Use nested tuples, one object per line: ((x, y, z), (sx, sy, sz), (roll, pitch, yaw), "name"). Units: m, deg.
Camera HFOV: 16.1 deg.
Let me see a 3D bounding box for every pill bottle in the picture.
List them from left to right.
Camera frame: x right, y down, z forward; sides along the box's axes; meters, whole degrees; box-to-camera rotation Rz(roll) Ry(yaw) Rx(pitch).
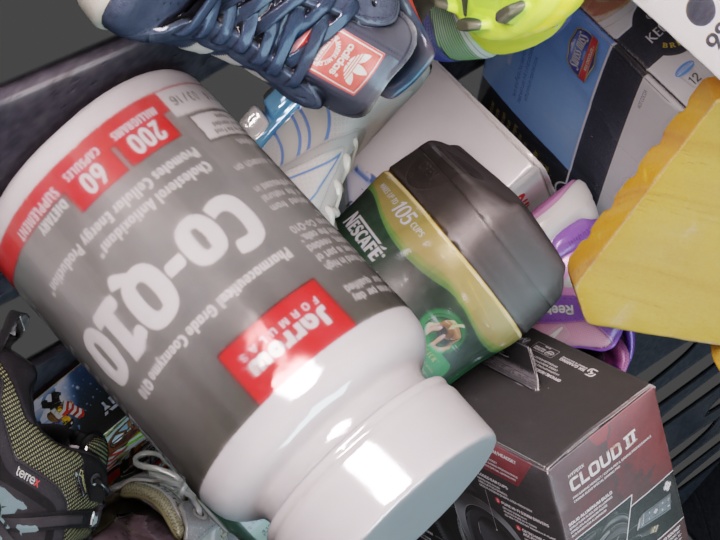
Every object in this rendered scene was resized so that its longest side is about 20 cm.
((-0.046, 0.026, 1.018), (0.114, 0.200, 0.114), (-40, 166, -13), "pill bottle")

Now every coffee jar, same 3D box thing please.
((-0.004, 0.030, 1.173), (0.200, 0.085, 0.104), (-39, -151, -1), "coffee jar")

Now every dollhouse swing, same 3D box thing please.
((0.200, -0.067, 1.227), (0.200, 0.175, 0.182), (-56, -157, 38), "dollhouse swing")

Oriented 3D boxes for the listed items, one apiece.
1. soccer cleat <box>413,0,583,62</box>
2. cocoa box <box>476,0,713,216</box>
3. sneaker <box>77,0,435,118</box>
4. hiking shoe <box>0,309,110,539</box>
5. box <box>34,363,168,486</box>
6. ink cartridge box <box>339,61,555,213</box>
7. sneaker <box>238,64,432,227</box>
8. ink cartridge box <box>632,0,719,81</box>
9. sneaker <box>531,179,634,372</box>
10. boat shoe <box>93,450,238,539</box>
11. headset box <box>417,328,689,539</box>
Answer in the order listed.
((0.063, -0.121, 1.033), (0.083, 0.065, 0.200), (-2, 180, -15), "soccer cleat")
((0.153, -0.113, 1.302), (0.133, 0.131, 0.200), (-39, 165, -17), "cocoa box")
((-0.028, -0.097, 0.948), (0.075, 0.085, 0.200), (-49, 165, 21), "sneaker")
((-0.140, 0.119, 1.131), (0.101, 0.076, 0.201), (-40, 129, -30), "hiking shoe")
((-0.178, 0.123, 1.271), (0.200, 0.038, 0.137), (-39, 165, -17), "box")
((0.000, 0.000, 1.306), (0.200, 0.086, 0.146), (-44, 167, -1), "ink cartridge box")
((-0.033, -0.026, 1.142), (0.200, 0.087, 0.075), (-40, 163, -19), "sneaker")
((0.136, -0.133, 1.059), (0.039, 0.200, 0.099), (-54, 162, 25), "ink cartridge box")
((0.097, 0.035, 1.330), (0.080, 0.088, 0.200), (-39, 169, -23), "sneaker")
((-0.118, 0.133, 1.246), (0.202, 0.074, 0.065), (-20, 131, -40), "boat shoe")
((0.082, 0.111, 1.249), (0.077, 0.149, 0.201), (-35, 127, -26), "headset box")
